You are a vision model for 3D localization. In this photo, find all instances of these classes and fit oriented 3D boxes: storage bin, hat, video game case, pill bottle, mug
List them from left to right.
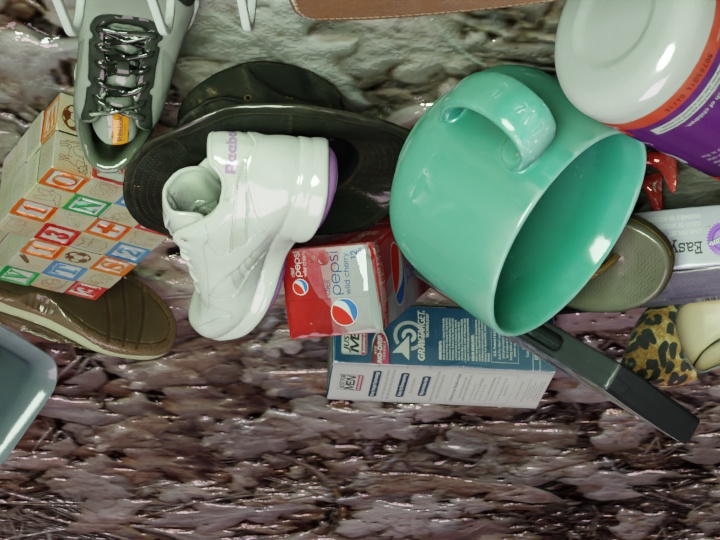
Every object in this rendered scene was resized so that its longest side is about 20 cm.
[{"bbox_3d":[-0.381,0.077,1.360,0.134,0.146,0.200,32,175,36],"label":"storage bin"},{"bbox_3d":[-0.061,-0.089,1.068,0.198,0.082,0.201,-7,154,-3],"label":"hat"},{"bbox_3d":[0.094,-0.065,1.015,0.151,0.114,0.186,-26,142,-40],"label":"mug"},{"bbox_3d":[0.152,0.061,1.222,0.180,0.026,0.200,32,180,32],"label":"video game case"},{"bbox_3d":[0.218,-0.115,0.966,0.199,0.114,0.112,21,149,-35],"label":"pill bottle"}]

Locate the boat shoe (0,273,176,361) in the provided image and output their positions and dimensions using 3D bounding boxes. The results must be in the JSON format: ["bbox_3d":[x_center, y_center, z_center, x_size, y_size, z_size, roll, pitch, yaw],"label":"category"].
[{"bbox_3d":[-0.254,0.026,1.354,0.201,0.075,0.075,25,151,-19],"label":"boat shoe"}]

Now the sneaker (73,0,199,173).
[{"bbox_3d":[-0.142,-0.129,0.994,0.073,0.080,0.200,7,154,-9],"label":"sneaker"}]

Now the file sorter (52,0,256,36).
[{"bbox_3d":[-0.147,-0.195,0.795,0.197,0.126,0.139,0,156,2],"label":"file sorter"}]

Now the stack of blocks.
[{"bbox_3d":[-0.209,-0.049,1.195,0.114,0.059,0.200,15,152,-27],"label":"stack of blocks"}]

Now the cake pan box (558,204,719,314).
[{"bbox_3d":[0.210,-0.005,1.231,0.198,0.053,0.184,-6,172,16],"label":"cake pan box"}]

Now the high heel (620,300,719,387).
[{"bbox_3d":[0.309,0.041,1.303,0.199,0.072,0.142,-17,179,-44],"label":"high heel"}]

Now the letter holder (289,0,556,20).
[{"bbox_3d":[0.062,-0.184,0.834,0.198,0.102,0.142,-5,157,9],"label":"letter holder"}]

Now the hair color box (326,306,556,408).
[{"bbox_3d":[0.070,0.077,1.456,0.198,0.061,0.100,3,155,-4],"label":"hair color box"}]

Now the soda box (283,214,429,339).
[{"bbox_3d":[0.000,0.000,1.176,0.069,0.064,0.200,-5,-173,13],"label":"soda box"}]

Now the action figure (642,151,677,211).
[{"bbox_3d":[0.125,-0.066,1.160,0.198,0.052,0.066,5,160,-4],"label":"action figure"}]

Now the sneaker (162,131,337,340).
[{"bbox_3d":[-0.087,-0.027,1.026,0.099,0.076,0.200,10,143,-18],"label":"sneaker"}]

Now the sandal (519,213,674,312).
[{"bbox_3d":[0.116,-0.014,1.117,0.198,0.055,0.082,18,121,6],"label":"sandal"}]
